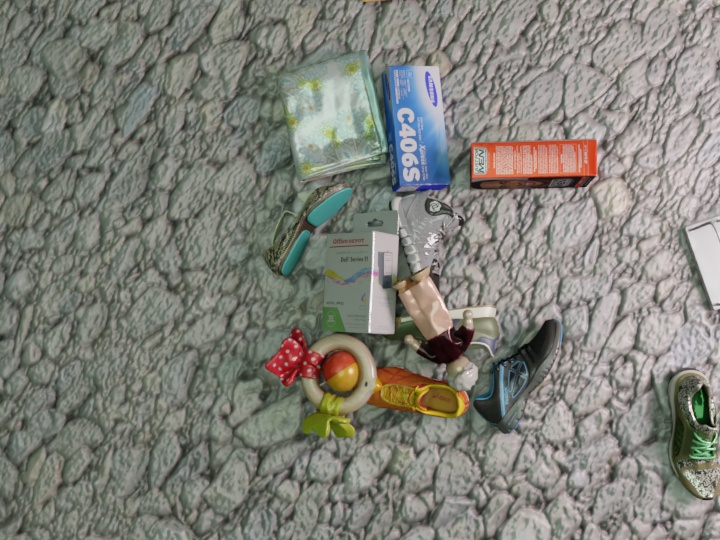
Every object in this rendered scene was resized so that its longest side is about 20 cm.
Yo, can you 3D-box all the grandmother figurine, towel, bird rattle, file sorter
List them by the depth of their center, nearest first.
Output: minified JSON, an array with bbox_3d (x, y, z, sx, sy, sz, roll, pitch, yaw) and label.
[{"bbox_3d":[0.633,-0.038,1.135,0.196,0.125,0.142,-19,84,5],"label":"file sorter"},{"bbox_3d":[0.128,0.097,1.163,0.120,0.060,0.203,-25,93,35],"label":"grandmother figurine"},{"bbox_3d":[-0.052,0.176,1.223,0.161,0.113,0.203,-31,66,6],"label":"bird rattle"},{"bbox_3d":[-0.047,-0.265,1.280,0.167,0.048,0.205,-12,84,6],"label":"towel"}]

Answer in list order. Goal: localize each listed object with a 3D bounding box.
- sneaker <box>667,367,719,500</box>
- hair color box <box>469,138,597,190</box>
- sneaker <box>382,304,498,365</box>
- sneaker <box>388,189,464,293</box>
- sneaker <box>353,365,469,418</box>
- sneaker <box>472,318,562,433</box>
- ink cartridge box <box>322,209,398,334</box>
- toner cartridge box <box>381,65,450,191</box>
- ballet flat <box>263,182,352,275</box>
[{"bbox_3d":[0.523,0.255,1.144,0.075,0.089,0.205,-7,85,6],"label":"sneaker"},{"bbox_3d":[0.277,-0.171,1.203,0.195,0.101,0.063,0,85,8],"label":"hair color box"},{"bbox_3d":[0.133,0.114,1.215,0.195,0.067,0.092,-8,80,4],"label":"sneaker"},{"bbox_3d":[0.127,-0.043,1.228,0.113,0.075,0.204,-19,82,3],"label":"sneaker"},{"bbox_3d":[0.079,0.197,1.210,0.195,0.077,0.075,3,87,17],"label":"sneaker"},{"bbox_3d":[0.256,0.160,1.194,0.081,0.073,0.203,30,89,9],"label":"sneaker"},{"bbox_3d":[0.000,0.000,1.217,0.116,0.066,0.206,-2,84,45],"label":"ink cartridge box"},{"bbox_3d":[0.093,-0.239,1.245,0.093,0.043,0.205,-4,85,-18],"label":"toner cartridge box"},{"bbox_3d":[-0.100,-0.086,1.268,0.075,0.068,0.201,40,94,24],"label":"ballet flat"}]
